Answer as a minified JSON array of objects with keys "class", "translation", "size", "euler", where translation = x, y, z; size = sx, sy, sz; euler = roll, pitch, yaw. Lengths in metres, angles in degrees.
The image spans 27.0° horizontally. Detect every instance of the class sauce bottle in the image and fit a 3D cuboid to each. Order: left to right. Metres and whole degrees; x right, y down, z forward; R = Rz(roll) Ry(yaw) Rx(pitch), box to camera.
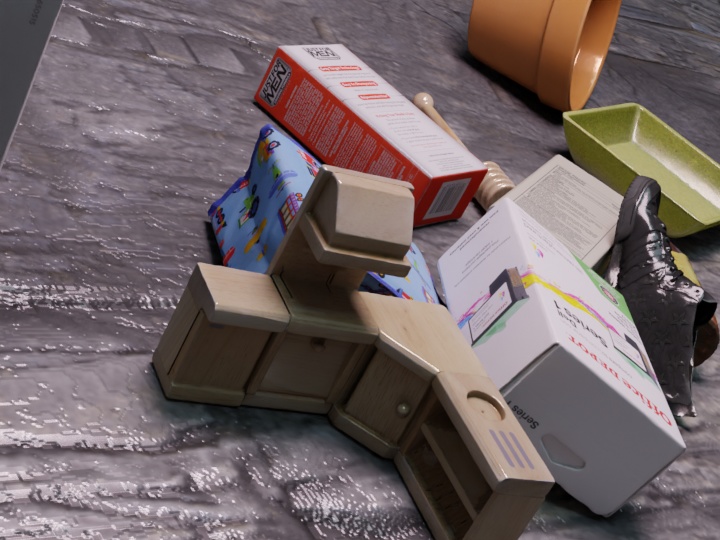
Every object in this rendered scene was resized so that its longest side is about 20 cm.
[{"class":"sauce bottle","translation":[0.279,0.010,1.388],"size":[0.065,0.066,0.201],"euler":[21,30,-16]}]

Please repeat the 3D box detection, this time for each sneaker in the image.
[{"class":"sneaker","translation":[0.258,0.018,1.276],"size":[0.103,0.202,0.060],"euler":[12,-22,21]}]

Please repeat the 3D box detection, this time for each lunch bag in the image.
[{"class":"lunch bag","translation":[0.000,0.000,1.121],"size":[0.199,0.094,0.151],"euler":[26,23,-28]}]

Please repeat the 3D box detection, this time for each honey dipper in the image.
[{"class":"honey dipper","translation":[0.098,-0.119,1.470],"size":[0.038,0.038,0.200],"euler":[11,28,-32]}]

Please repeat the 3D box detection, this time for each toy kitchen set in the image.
[{"class":"toy kitchen set","translation":[0.010,0.058,0.928],"size":[0.198,0.164,0.181],"euler":[10,32,-33]}]

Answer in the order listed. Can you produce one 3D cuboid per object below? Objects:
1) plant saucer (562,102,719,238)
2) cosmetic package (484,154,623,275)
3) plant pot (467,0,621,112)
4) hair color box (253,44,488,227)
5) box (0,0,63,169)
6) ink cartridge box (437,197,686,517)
[{"class":"plant saucer","translation":[0.327,-0.104,1.654],"size":[0.200,0.048,0.199],"euler":[42,29,22]},{"class":"cosmetic package","translation":[0.173,-0.029,1.343],"size":[0.105,0.072,0.200],"euler":[35,27,12]},{"class":"plant pot","translation":[0.211,-0.295,1.733],"size":[0.139,0.202,0.200],"euler":[18,24,16]},{"class":"hair color box","translation":[0.009,-0.124,1.358],"size":[0.200,0.062,0.101],"euler":[43,30,23]},{"class":"box","translation":[-0.306,-0.169,0.968],"size":[0.197,0.201,0.172],"euler":[18,30,-19]},{"class":"ink cartridge box","translation":[0.144,0.060,1.107],"size":[0.144,0.084,0.201],"euler":[38,22,-25]}]
